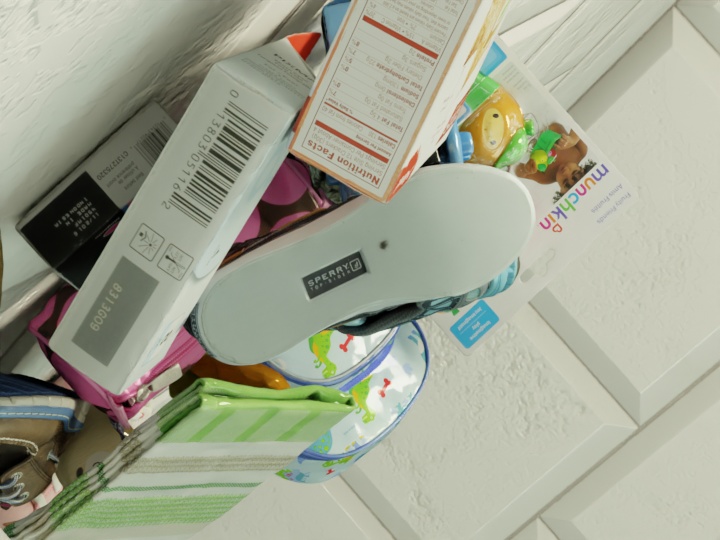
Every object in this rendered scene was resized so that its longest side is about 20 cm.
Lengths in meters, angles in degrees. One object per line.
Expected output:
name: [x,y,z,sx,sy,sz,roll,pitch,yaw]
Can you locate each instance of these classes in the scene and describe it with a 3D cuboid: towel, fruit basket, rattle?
towel: [-0.115,0.125,1.090,0.200,0.031,0.148,-39,154,28]
fruit basket: [0.082,-0.068,1.340,0.185,0.200,0.094,-42,176,3]
rattle: [-0.136,0.129,1.139,0.200,0.143,0.131,-41,133,-9]

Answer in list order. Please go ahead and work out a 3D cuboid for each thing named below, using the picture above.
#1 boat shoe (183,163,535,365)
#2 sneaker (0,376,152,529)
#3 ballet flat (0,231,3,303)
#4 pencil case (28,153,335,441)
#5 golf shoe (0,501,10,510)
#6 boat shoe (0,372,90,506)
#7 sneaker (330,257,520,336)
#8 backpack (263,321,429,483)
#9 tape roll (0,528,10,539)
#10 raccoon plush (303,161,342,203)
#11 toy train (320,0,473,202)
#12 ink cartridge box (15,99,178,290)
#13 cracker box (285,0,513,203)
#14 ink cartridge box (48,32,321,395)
boat shoe: [-0.007,-0.010,0.963,0.198,0.072,0.091,-20,-169,-14]
sneaker: [-0.220,0.121,1.288,0.105,0.075,0.200,-43,-178,32]
ballet flat: [-0.219,0.067,0.812,0.200,0.072,0.068,-44,176,7]
pencil case: [-0.101,0.005,1.072,0.200,0.093,0.091,-45,133,-12]
golf shoe: [-0.274,0.146,1.126,0.200,0.072,0.092,-52,176,-48]
boat shoe: [-0.206,0.101,1.042,0.200,0.071,0.073,44,62,-80]
sneaker: [0.000,0.000,1.092,0.095,0.080,0.199,-22,-176,-42]
backpack: [-0.046,0.055,1.384,0.183,0.200,0.147,-39,175,-28]
tape roll: [-0.269,0.207,0.943,0.202,0.139,0.203,-38,156,-21]
raccoon plush: [-0.002,-0.040,1.273,0.200,0.134,0.097,-47,175,41]
toy train: [0.017,-0.099,1.029,0.086,0.116,0.200,-8,180,-1]
ink cartridge box: [-0.127,-0.030,0.955,0.095,0.037,0.200,-43,178,-5]
cracker box: [0.045,-0.142,0.806,0.201,0.057,0.134,-63,175,22]
ink cartridge box: [-0.068,-0.036,0.885,0.161,0.047,0.200,-58,175,17]
